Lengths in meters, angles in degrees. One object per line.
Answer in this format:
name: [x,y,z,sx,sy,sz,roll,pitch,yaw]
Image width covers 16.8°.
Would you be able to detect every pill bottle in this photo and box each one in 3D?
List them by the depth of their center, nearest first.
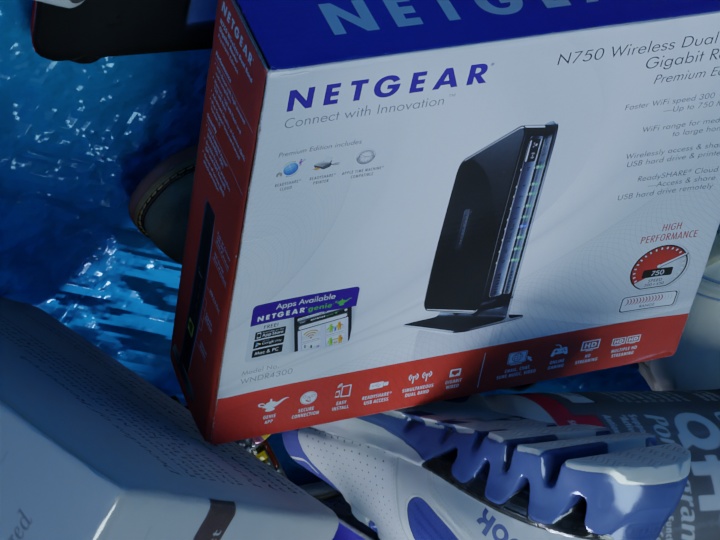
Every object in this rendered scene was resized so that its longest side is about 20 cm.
pill bottle: [0.133,0.107,1.054,0.199,0.111,0.111,1,137,-31]

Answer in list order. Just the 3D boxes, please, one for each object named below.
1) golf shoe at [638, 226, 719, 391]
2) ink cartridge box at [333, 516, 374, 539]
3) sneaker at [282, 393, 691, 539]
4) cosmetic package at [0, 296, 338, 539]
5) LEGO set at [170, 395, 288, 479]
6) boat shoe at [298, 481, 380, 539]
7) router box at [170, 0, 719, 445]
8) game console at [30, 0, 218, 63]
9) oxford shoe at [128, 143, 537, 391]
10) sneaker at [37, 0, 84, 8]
golf shoe: [0.208,0.013,1.066,0.078,0.098,0.200,20,128,-43]
ink cartridge box: [-0.038,0.189,1.110,0.197,0.043,0.201,31,131,6]
sneaker: [0.039,0.110,0.941,0.080,0.199,0.116,1,97,-39]
cosmetic package: [-0.142,0.109,0.875,0.165,0.165,0.200,-59,159,4]
LEGO set: [-0.071,0.160,1.009,0.153,0.201,0.116,-20,-177,20]
boat shoe: [0.040,0.122,1.136,0.199,0.071,0.070,-6,141,-17]
router box: [0.038,-0.030,0.878,0.199,0.049,0.180,-10,137,-21]
game console: [-0.010,-0.141,0.835,0.199,0.031,0.177,-6,139,-18]
oxford shoe: [0.000,0.000,0.970,0.199,0.075,0.071,13,131,-36]
sneaker: [-0.119,-0.175,0.715,0.084,0.073,0.201,15,124,16]
